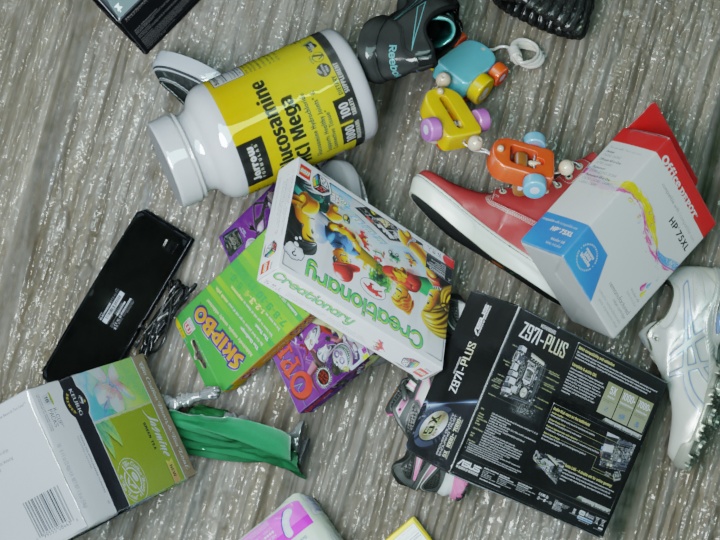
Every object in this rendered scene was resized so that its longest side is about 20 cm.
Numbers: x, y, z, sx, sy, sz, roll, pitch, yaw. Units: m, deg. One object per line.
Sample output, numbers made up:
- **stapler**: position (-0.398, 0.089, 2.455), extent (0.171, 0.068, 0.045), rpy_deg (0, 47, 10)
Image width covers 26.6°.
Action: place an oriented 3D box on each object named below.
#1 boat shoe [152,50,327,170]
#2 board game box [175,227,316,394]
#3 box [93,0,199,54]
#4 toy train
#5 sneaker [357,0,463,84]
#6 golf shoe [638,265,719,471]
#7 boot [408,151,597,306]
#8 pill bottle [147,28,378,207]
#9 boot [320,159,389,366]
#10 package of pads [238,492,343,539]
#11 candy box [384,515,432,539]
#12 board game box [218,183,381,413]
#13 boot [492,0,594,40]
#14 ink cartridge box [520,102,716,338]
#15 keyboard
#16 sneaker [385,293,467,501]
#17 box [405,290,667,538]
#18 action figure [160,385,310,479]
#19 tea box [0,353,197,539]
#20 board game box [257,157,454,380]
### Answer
- **boat shoe**: position (-0.130, -0.140, 1.505), extent (0.198, 0.074, 0.068), rpy_deg (35, 78, -8)
- **board game box**: position (-0.100, 0.034, 1.463), extent (0.200, 0.030, 0.096), rpy_deg (-40, 69, 32)
- **box**: position (-0.177, -0.321, 1.483), extent (0.079, 0.141, 0.200), rpy_deg (44, 88, 3)
- **toy train**: position (0.126, -0.146, 1.481), extent (0.148, 0.056, 0.202), rpy_deg (10, 49, -11)
- **sneaker**: position (0.067, -0.238, 1.460), extent (0.078, 0.201, 0.076), rpy_deg (0, 127, 28)
- **golf shoe**: position (0.316, 0.093, 1.491), extent (0.096, 0.078, 0.203), rpy_deg (13, 81, 19)
- **boot**: position (0.158, -0.076, 1.498), extent (0.199, 0.072, 0.145), rpy_deg (32, 87, -5)
- **pill bottle**: position (-0.092, -0.137, 1.419), extent (0.198, 0.112, 0.113), rpy_deg (-25, 86, -10)
- **boot**: position (0.006, -0.006, 1.490), extent (0.095, 0.073, 0.203), rpy_deg (-2, 92, -40)
- **package of pads**: position (-0.084, 0.334, 1.458), extent (0.199, 0.068, 0.155), rpy_deg (-39, 66, 0)
- **candy box**: position (0.008, 0.344, 1.495), extent (0.199, 0.026, 0.103), rpy_deg (-39, 86, -1)
- **board game box**: position (-0.057, 0.020, 1.460), extent (0.120, 0.032, 0.202), rpy_deg (-43, 65, 38)
- **boot**: position (0.247, -0.299, 1.499), extent (0.209, 0.079, 0.160), rpy_deg (18, 80, 13)
- **ink cartridge box**: position (0.260, -0.051, 1.452), extent (0.200, 0.067, 0.117), rpy_deg (-46, 122, -14)
- **keyboard**: position (-0.229, 0.047, 1.523), extent (0.104, 0.040, 0.201), rpy_deg (31, 89, 26)
- **sneaker**: position (0.067, 0.121, 1.481), extent (0.085, 0.080, 0.203), rpy_deg (3, 86, 2)
- **box**: position (0.166, 0.136, 1.430), extent (0.199, 0.086, 0.165), rpy_deg (25, 87, -30)
- **action figure**: position (-0.150, 0.150, 1.485), extent (0.197, 0.119, 0.055), rpy_deg (13, 61, 11)
- **tea box**: position (-0.294, 0.188, 1.399), extent (0.199, 0.196, 0.135), rpy_deg (-28, 86, 24)
- **board game box**: position (0.000, 0.000, 1.390), extent (0.199, 0.034, 0.127), rpy_deg (32, 48, -28)
